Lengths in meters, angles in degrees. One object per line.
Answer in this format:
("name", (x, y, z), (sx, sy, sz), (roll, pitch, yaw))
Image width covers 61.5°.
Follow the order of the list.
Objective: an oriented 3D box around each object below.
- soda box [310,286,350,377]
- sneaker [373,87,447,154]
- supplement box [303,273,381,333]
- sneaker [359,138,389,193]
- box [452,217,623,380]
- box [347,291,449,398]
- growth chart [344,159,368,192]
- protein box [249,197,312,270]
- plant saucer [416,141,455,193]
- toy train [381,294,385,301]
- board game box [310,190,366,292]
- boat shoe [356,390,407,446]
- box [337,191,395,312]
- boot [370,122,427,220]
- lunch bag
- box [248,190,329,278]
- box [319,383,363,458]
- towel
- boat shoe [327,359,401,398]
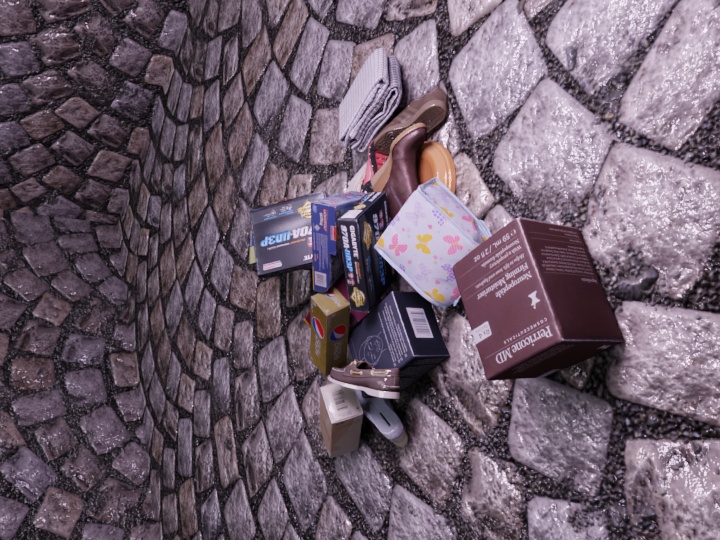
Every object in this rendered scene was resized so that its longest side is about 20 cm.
("soda box", (-0.069, 0.139, 1.342), (0.068, 0.063, 0.204), (44, 145, 36))
("sneaker", (0.114, -0.328, 1.341), (0.197, 0.070, 0.077), (-24, 40, 37))
("supplement box", (-0.045, 0.096, 1.419), (0.111, 0.085, 0.201), (49, 144, 9))
("sneaker", (0.040, -0.201, 1.422), (0.087, 0.072, 0.206), (94, -173, -79))
("box", (0.278, 0.050, 0.974), (0.166, 0.161, 0.205), (-40, 55, 44))
("box", (0.074, 0.162, 1.302), (0.200, 0.105, 0.152), (-46, 52, 41))
("growth chart", (-0.029, -0.170, 1.491), (0.144, 0.017, 0.204), (-30, 37, 63))
("protein box", (-0.162, -0.088, 1.592), (0.198, 0.195, 0.139), (-13, 75, 52))
("plant saucer", (0.129, -0.182, 1.327), (0.198, 0.037, 0.207), (-9, 79, 54))
("toy train", (0.000, 0.000, 1.425), (0.114, 0.084, 0.206), (-11, 77, 37))
("board game box", (-0.035, -0.084, 1.309), (0.060, 0.200, 0.205), (13, 122, 21))
("boat shoe", (0.044, 0.322, 1.362), (0.071, 0.063, 0.200), (-32, 31, -4))
("box", (0.017, -0.041, 1.262), (0.045, 0.159, 0.205), (4, 116, 25))
("boot", (0.111, -0.187, 1.285), (0.201, 0.071, 0.169), (-50, 59, 37))
("lunch bag", (0.155, -0.048, 1.193), (0.200, 0.126, 0.171), (44, 123, 11))
("box", (-0.156, -0.084, 1.423), (0.194, 0.046, 0.164), (-12, 79, 10))
("box", (-0.047, 0.347, 1.411), (0.203, 0.076, 0.096), (95, 156, -50))
("towel", (0.025, -0.395, 1.425), (0.201, 0.084, 0.168), (-52, 26, 36))
("boat shoe", (0.007, 0.217, 1.244), (0.197, 0.071, 0.061), (3, 84, 50))
